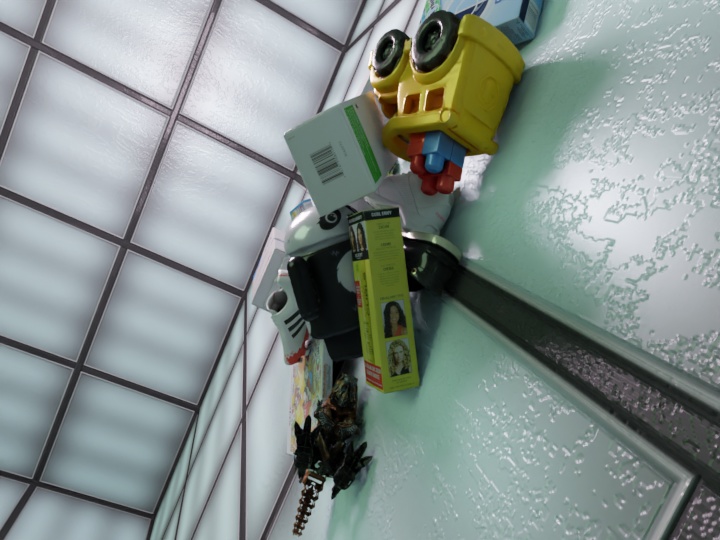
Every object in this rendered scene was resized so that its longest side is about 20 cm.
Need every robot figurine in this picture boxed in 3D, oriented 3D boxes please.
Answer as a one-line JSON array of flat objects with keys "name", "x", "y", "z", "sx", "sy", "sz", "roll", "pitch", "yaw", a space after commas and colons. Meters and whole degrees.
[{"name": "robot figurine", "x": -0.028, "y": 0.012, "z": 0.723, "sx": 0.150, "sy": 0.121, "sz": 0.207, "roll": -170, "pitch": 62, "yaw": -86}]

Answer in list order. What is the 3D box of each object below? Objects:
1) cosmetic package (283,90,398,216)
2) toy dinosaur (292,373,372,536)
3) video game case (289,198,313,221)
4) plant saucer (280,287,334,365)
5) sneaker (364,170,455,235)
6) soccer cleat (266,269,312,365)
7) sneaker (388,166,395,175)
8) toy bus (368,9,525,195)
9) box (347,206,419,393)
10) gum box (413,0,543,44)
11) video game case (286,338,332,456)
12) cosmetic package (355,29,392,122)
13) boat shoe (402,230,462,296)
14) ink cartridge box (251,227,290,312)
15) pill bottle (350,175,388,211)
[{"name": "cosmetic package", "x": -0.017, "y": -0.159, "z": 0.702, "sx": 0.082, "sy": 0.110, "sz": 0.201, "roll": -20, "pitch": 17, "yaw": 20}, {"name": "toy dinosaur", "x": -0.040, "y": 0.243, "z": 0.720, "sx": 0.136, "sy": 0.098, "sz": 0.208, "roll": 117, "pitch": 154, "yaw": -76}, {"name": "video game case", "x": -0.071, "y": -0.012, "z": 0.915, "sx": 0.143, "sy": 0.017, "sz": 0.207, "roll": 177, "pitch": 74, "yaw": -74}, {"name": "plant saucer", "x": -0.088, "y": 0.095, "z": 0.964, "sx": 0.200, "sy": 0.034, "sz": 0.206, "roll": 43, "pitch": 142, "yaw": 46}, {"name": "sneaker", "x": 0.071, "y": -0.108, "z": 0.773, "sx": 0.100, "sy": 0.077, "sz": 0.200, "roll": -51, "pitch": 41, "yaw": 4}, {"name": "soccer cleat", "x": -0.110, "y": 0.074, "z": 0.843, "sx": 0.070, "sy": 0.082, "sz": 0.203, "roll": -90, "pitch": 16, "yaw": -44}, {"name": "sneaker", "x": 0.028, "y": -0.202, "z": 1.090, "sx": 0.202, "sy": 0.073, "sz": 0.079, "roll": -87, "pitch": 10, "yaw": -63}, {"name": "toy bus", "x": 0.089, "y": -0.198, "z": 0.694, "sx": 0.197, "sy": 0.133, "sz": 0.200, "roll": 11, "pitch": 86, "yaw": 51}, {"name": "box", "x": 0.025, "y": 0.033, "z": 0.640, "sx": 0.075, "sy": 0.048, "sz": 0.209, "roll": 180, "pitch": 83, "yaw": -72}, {"name": "gum box", "x": 0.168, "y": -0.381, "z": 0.757, "sx": 0.196, "sy": 0.044, "sz": 0.176, "roll": 1, "pitch": 70, "yaw": 50}, {"name": "video game case", "x": -0.087, "y": 0.212, "z": 0.894, "sx": 0.199, "sy": 0.022, "sz": 0.190, "roll": 148, "pitch": 125, "yaw": -64}, {"name": "cosmetic package", "x": 0.053, "y": -0.342, "z": 1.035, "sx": 0.084, "sy": 0.106, "sz": 0.205, "roll": -31, "pitch": 31, "yaw": 61}, {"name": "boat shoe", "x": 0.059, "y": -0.011, "z": 0.701, "sx": 0.064, "sy": 0.073, "sz": 0.200, "roll": -59, "pitch": 19, "yaw": -5}, {"name": "ink cartridge box", "x": -0.179, "y": 0.011, "z": 1.336, "sx": 0.151, "sy": 0.141, "sz": 0.201, "roll": -63, "pitch": 16, "yaw": 13}, {"name": "pill bottle", "x": 0.001, "y": -0.108, "z": 0.955, "sx": 0.115, "sy": 0.108, "sz": 0.199, "roll": -67, "pitch": 16, "yaw": -1}]
